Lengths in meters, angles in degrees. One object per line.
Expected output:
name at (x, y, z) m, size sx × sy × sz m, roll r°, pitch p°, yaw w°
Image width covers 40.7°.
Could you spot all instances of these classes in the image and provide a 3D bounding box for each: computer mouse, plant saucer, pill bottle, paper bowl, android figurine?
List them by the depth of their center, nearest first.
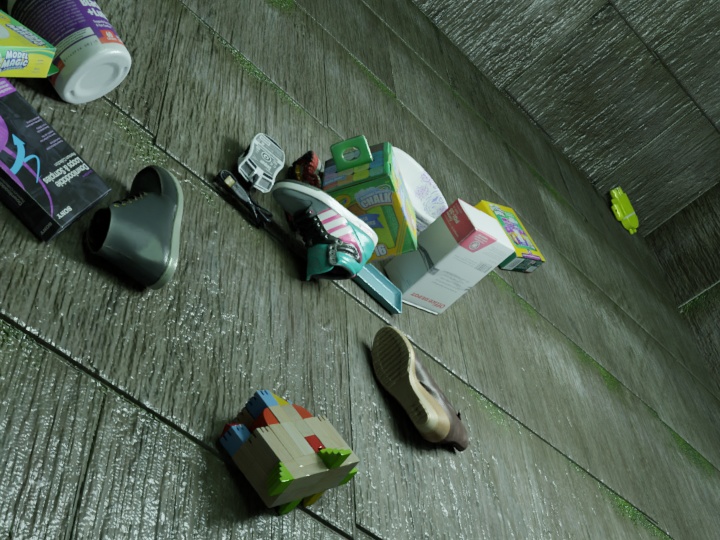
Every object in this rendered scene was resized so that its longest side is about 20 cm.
pill bottle at (-0.409, -0.339, 1.324) m, size 0.201 × 0.111 × 0.111 m, roll 56°, pitch 24°, yaw 9°
computer mouse at (-0.172, -0.155, 1.586) m, size 0.110 × 0.044 × 0.200 m, roll 40°, pitch 31°, yaw -15°
plant saucer at (0.000, 0.000, 1.705) m, size 0.200 × 0.019 × 0.070 m, roll 43°, pitch 25°, yaw -21°
paper bowl at (0.079, -0.140, 1.939) m, size 0.200 × 0.104 × 0.201 m, roll 41°, pitch 26°, yaw -25°
android figurine at (1.072, -0.243, 3.942) m, size 0.182 × 0.041 × 0.201 m, roll -25°, pitch 90°, yaw -58°

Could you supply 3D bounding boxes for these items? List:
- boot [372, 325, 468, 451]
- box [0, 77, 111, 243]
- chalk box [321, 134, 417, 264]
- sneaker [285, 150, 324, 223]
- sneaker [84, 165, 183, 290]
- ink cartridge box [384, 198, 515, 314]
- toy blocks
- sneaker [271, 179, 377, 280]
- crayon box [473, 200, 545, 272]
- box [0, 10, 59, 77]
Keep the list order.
boot at (0.097, 0.195, 1.571) m, size 0.166 × 0.072 × 0.201 m, roll 38°, pitch 23°, yaw -56°
box at (-0.401, -0.138, 1.149) m, size 0.200 × 0.036 × 0.143 m, roll 48°, pitch 24°, yaw -11°
chalk box at (0.010, -0.129, 1.644) m, size 0.124 × 0.124 × 0.201 m, roll -88°, pitch 158°, yaw -56°
sneaker at (-0.076, -0.130, 1.678) m, size 0.082 × 0.078 × 0.201 m, roll 45°, pitch 26°, yaw -28°
sneaker at (-0.285, -0.079, 1.222) m, size 0.106 × 0.075 × 0.201 m, roll 34°, pitch 30°, yaw -40°
ink cartridge box at (0.164, -0.022, 1.807) m, size 0.146 × 0.200 × 0.083 m, roll 22°, pitch 33°, yaw -49°
toy blocks at (-0.093, 0.205, 1.171) m, size 0.137 × 0.100 × 0.200 m, roll 48°, pitch 20°, yaw 22°
sneaker at (-0.071, -0.048, 1.542) m, size 0.199 × 0.083 × 0.121 m, roll 32°, pitch 58°, yaw -21°
crayon box at (0.367, -0.084, 2.443) m, size 0.200 × 0.058 × 0.173 m, roll 7°, pitch 49°, yaw -59°
box at (-0.464, -0.281, 1.182) m, size 0.117 × 0.049 × 0.200 m, roll 34°, pitch 19°, yaw 12°
